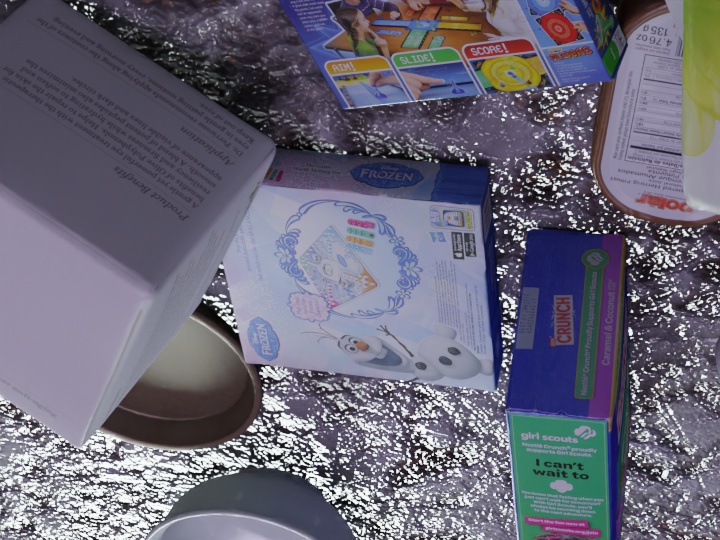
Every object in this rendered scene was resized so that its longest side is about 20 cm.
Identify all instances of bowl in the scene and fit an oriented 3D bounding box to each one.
[{"bbox_3d":[-0.083,0.234,1.600,0.200,0.091,0.201,8,139,7],"label":"bowl"}]

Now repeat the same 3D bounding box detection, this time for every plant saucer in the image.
[{"bbox_3d":[-0.173,0.074,1.500,0.199,0.030,0.200,8,138,8],"label":"plant saucer"}]

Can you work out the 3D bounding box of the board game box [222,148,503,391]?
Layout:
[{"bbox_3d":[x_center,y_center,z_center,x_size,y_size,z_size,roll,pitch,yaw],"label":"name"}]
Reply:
[{"bbox_3d":[0.000,0.000,1.351,0.198,0.043,0.200,6,138,13],"label":"board game box"}]

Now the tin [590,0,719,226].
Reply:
[{"bbox_3d":[0.206,-0.105,1.178,0.112,0.042,0.200,13,139,9],"label":"tin"}]

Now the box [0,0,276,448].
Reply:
[{"bbox_3d":[-0.201,-0.033,1.251,0.199,0.171,0.200,33,138,3],"label":"box"}]

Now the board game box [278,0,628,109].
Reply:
[{"bbox_3d":[0.047,-0.166,1.135,0.199,0.035,0.136,-2,136,34],"label":"board game box"}]

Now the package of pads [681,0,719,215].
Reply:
[{"bbox_3d":[0.248,-0.111,0.997,0.154,0.068,0.201,16,128,32],"label":"package of pads"}]

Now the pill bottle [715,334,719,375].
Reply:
[{"bbox_3d":[0.310,0.008,1.209,0.116,0.117,0.200,17,140,-2],"label":"pill bottle"}]

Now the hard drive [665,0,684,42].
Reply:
[{"bbox_3d":[0.264,-0.153,1.024,0.200,0.026,0.132,-11,112,45],"label":"hard drive"}]

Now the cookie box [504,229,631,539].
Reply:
[{"bbox_3d":[0.151,0.100,1.319,0.075,0.172,0.200,2,137,12],"label":"cookie box"}]
